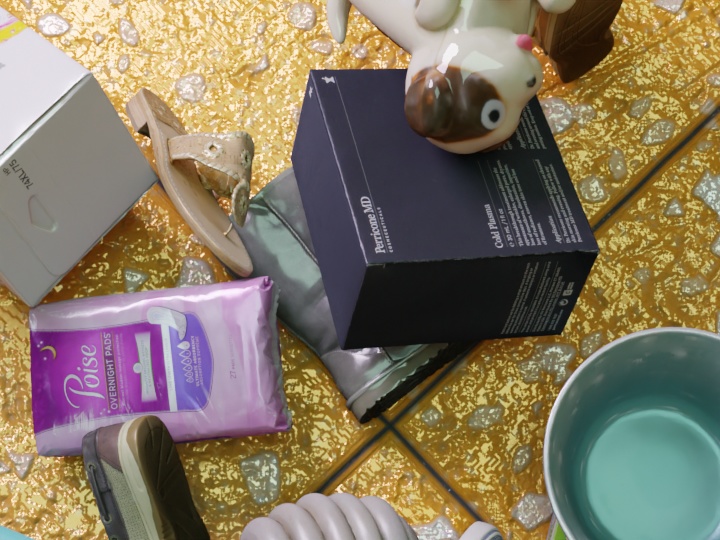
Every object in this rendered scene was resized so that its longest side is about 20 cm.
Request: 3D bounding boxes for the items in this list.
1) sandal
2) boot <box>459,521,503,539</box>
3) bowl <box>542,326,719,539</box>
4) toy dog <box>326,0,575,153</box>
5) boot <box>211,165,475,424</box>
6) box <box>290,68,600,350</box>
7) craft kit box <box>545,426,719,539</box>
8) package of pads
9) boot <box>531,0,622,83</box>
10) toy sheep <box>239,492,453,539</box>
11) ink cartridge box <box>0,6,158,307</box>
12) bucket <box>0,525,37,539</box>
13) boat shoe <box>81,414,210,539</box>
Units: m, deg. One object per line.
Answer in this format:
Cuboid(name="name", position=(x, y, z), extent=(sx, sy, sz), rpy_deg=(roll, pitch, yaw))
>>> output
Cuboid(name="sandal", position=(-0.118, -0.091, 1.264), extent=(0.070, 0.078, 0.212), rpy_deg=(-43, 49, 11))
Cuboid(name="boot", position=(0.092, 0.293, 1.197), extent=(0.090, 0.073, 0.201), rpy_deg=(14, 76, 28))
Cuboid(name="bowl", position=(0.227, 0.150, 1.195), extent=(0.199, 0.105, 0.202), rpy_deg=(0, 75, -2))
Cuboid(name="toy dog", position=(0.061, -0.183, 1.174), extent=(0.193, 0.139, 0.201), rpy_deg=(-27, 69, 21))
Cuboid(name="boot", position=(0.001, -0.001, 1.296), extent=(0.181, 0.073, 0.200), rpy_deg=(-34, 72, -12))
Cuboid(name="box", position=(0.058, -0.053, 1.234), extent=(0.181, 0.104, 0.201), rpy_deg=(-2, 51, -17))
Cuboid(name="craft kit box", position=(0.238, 0.240, 1.247), extent=(0.196, 0.049, 0.201), rpy_deg=(18, 75, 0))
Cuboid(name="package of pads", position=(-0.154, 0.075, 1.242), extent=(0.199, 0.076, 0.121), rpy_deg=(-7, 83, 6))
Cuboid(name="boot", position=(0.140, -0.245, 1.291), extent=(0.073, 0.200, 0.156), rpy_deg=(-35, 78, 3))
Cuboid(name="toy sheep", position=(-0.020, 0.230, 1.200), extent=(0.199, 0.138, 0.139), rpy_deg=(-9, 75, -26))
Cuboid(name="ink cartridge box", position=(-0.288, -0.104, 1.231), extent=(0.200, 0.147, 0.146), rpy_deg=(36, 75, 30))
Cuboid(name="bucket", position=(-0.279, 0.271, 1.142), extent=(0.134, 0.207, 0.208), rpy_deg=(24, 76, 13))
Cuboid(name="boat shoe", position=(-0.158, 0.204, 1.210), extent=(0.066, 0.072, 0.202), rpy_deg=(-5, 109, 25))
